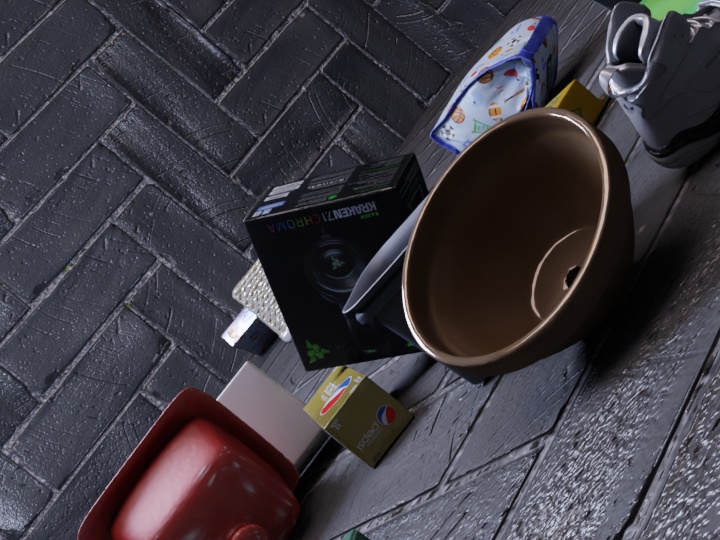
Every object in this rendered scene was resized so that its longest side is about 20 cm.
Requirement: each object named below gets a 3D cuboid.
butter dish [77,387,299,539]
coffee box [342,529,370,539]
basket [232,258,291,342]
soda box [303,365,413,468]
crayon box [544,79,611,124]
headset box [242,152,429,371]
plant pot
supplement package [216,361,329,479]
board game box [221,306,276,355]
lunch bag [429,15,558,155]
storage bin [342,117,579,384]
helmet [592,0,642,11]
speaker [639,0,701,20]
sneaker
[{"bbox_3d":[-0.144,0.256,1.298,0.200,0.199,0.148,-54,36,-12],"label":"butter dish"},{"bbox_3d":[-0.058,0.291,0.932,0.200,0.044,0.123,-49,7,26],"label":"coffee box"},{"bbox_3d":[-0.160,0.026,2.751,0.198,0.161,0.200,-52,4,-1],"label":"basket"},{"bbox_3d":[-0.006,0.146,1.322,0.068,0.064,0.200,-52,6,-6],"label":"soda box"},{"bbox_3d":[0.209,-0.138,1.491,0.127,0.051,0.200,-44,8,51],"label":"crayon box"},{"bbox_3d":[0.000,0.000,1.338,0.174,0.200,0.093,-11,25,22],"label":"headset box"},{"bbox_3d":[0.130,-0.009,0.932,0.201,0.093,0.201,-32,44,36],"label":"plant pot"},{"bbox_3d":[-0.140,0.225,1.471,0.200,0.120,0.121,-52,-10,-12],"label":"supplement package"},{"bbox_3d":[-0.214,0.099,2.945,0.200,0.041,0.200,-51,-17,0],"label":"board game box"},{"bbox_3d":[0.218,-0.270,1.900,0.200,0.124,0.170,-56,1,37],"label":"lunch bag"},{"bbox_3d":[0.103,-0.009,1.101,0.200,0.134,0.146,-48,7,24],"label":"storage bin"},{"bbox_3d":[0.313,-0.345,1.304,0.200,0.191,0.200,-178,90,-69],"label":"helmet"},{"bbox_3d":[0.310,-0.232,1.144,0.088,0.088,0.200,-52,6,-10],"label":"speaker"},{"bbox_3d":[0.265,-0.185,0.981,0.200,0.115,0.075,-54,33,-1],"label":"sneaker"}]
